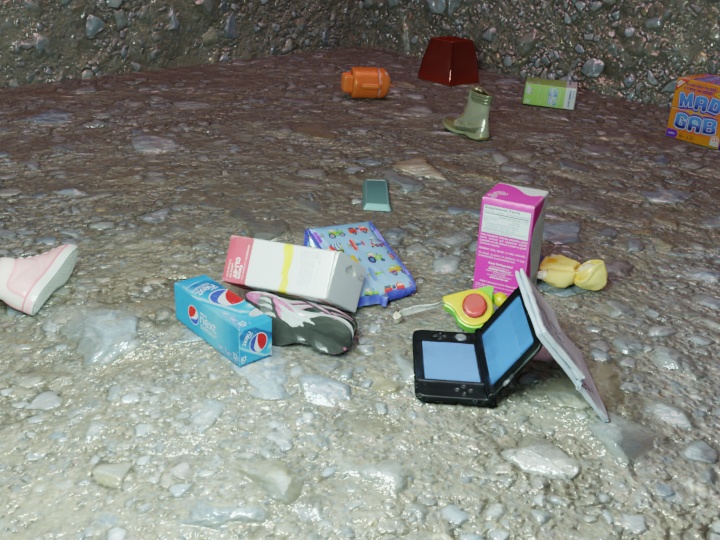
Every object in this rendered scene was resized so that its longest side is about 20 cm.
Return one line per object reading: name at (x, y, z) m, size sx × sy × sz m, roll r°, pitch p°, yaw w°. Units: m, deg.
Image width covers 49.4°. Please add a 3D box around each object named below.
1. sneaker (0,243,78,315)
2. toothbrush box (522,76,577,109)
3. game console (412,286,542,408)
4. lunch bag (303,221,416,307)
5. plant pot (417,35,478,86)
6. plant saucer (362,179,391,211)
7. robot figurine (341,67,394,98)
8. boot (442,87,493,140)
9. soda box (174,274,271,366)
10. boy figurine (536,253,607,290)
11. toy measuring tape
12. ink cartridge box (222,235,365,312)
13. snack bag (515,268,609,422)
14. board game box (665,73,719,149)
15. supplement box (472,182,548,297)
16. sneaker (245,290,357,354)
sneaker at (-0.572, -0.003, 1.364) m, size 0.104 × 0.076 × 0.201 m, roll 21°, pitch 28°, yaw -5°
toothbrush box at (0.744, -0.696, 3.072) m, size 0.198 × 0.087 × 0.146 m, roll 8°, pitch 24°, yaw 12°
game console at (0.171, 0.106, 1.199) m, size 0.174 × 0.117 × 0.200 m, roll 4°, pitch 24°, yaw 1°
lunch bag at (0.000, 0.000, 1.462) m, size 0.149 × 0.095 × 0.200 m, roll -9°, pitch 36°, yaw -31°
plant pot at (0.389, -0.913, 3.389) m, size 0.199 × 0.178 × 0.199 m, roll -17°, pitch 32°, yaw -39°
plant saucer at (0.040, -0.191, 1.952) m, size 0.069 × 0.019 × 0.200 m, roll 3°, pitch 24°, yaw -1°
robot figurine at (0.027, -0.714, 2.977) m, size 0.198 × 0.118 × 0.144 m, roll -1°, pitch -13°, yaw -10°
boot at (0.351, -0.519, 2.544) m, size 0.072 × 0.156 × 0.200 m, roll -13°, pitch 29°, yaw -33°
soda box at (-0.224, 0.077, 1.267) m, size 0.064 × 0.068 × 0.199 m, roll -18°, pitch 32°, yaw -39°
boy figurine at (0.383, -0.005, 1.539) m, size 0.199 × 0.065 × 0.124 m, roll 15°, pitch 24°, yaw 29°
toy measuring tape at (0.158, 0.080, 1.338) m, size 0.198 × 0.074 × 0.074 m, roll -15°, pitch 25°, yaw 0°
ink cartridge box at (-0.111, 0.007, 1.333) m, size 0.198 × 0.084 × 0.145 m, roll 9°, pitch -8°, yaw 22°
snack bag at (0.300, 0.110, 1.159) m, size 0.021 × 0.200 × 0.189 m, roll -34°, pitch 21°, yaw 16°
board game box at (1.198, -0.544, 2.664) m, size 0.199 × 0.202 × 0.199 m, roll -15°, pitch 30°, yaw -36°
supplement box at (0.276, -0.047, 1.446) m, size 0.103 × 0.202 × 0.101 m, roll 15°, pitch 26°, yaw 23°
sneaker at (-0.096, 0.084, 1.285) m, size 0.198 × 0.081 × 0.086 m, roll 20°, pitch 16°, yaw 15°
